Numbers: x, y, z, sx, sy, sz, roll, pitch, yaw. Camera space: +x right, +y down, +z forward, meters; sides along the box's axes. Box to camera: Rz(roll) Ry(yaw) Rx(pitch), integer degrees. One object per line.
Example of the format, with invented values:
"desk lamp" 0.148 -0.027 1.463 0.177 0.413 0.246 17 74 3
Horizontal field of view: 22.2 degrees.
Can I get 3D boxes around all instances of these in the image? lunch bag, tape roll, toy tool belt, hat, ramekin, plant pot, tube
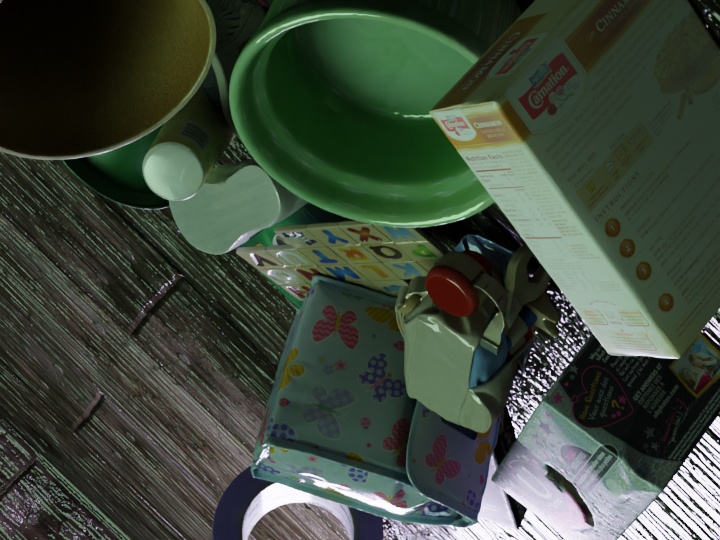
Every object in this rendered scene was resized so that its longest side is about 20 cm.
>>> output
"lunch bag" 0.025 0.117 1.591 0.200 0.170 0.127 20 155 -6
"tape roll" -0.073 0.320 2.160 0.200 0.200 0.085 37 158 16
"toy tool belt" 0.097 0.027 1.469 0.125 0.123 0.200 30 147 20
"hat" -0.165 -0.164 1.556 0.200 0.166 0.176 23 146 -33
"ramekin" 0.020 -0.130 1.232 0.200 0.098 0.200 10 141 8
"plant pot" -0.221 -0.214 1.296 0.186 0.186 0.200 80 167 -56
"tube" -0.134 -0.117 1.529 0.052 0.200 0.058 15 117 1

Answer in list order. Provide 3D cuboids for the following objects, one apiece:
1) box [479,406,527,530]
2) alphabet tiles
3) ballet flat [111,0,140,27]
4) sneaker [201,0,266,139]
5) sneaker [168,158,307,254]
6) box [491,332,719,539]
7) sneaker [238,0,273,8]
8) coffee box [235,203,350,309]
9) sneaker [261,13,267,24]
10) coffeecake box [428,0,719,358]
"box" 0.059 0.159 1.797 0.200 0.050 0.199 16 148 26
"alphabet tiles" 0.000 0.000 1.557 0.200 0.008 0.167 -3 153 35
"ballet flat" -0.171 -0.270 1.398 0.069 0.069 0.200 117 138 -67
"sneaker" -0.117 -0.195 1.493 0.106 0.075 0.200 41 161 37
"sneaker" -0.076 -0.072 1.558 0.200 0.116 0.074 -9 107 57
"box" 0.196 0.122 1.432 0.115 0.132 0.200 37 157 10
"sneaker" -0.059 -0.225 1.337 0.200 0.077 0.084 38 174 21
"coffee box" -0.033 -0.012 1.695 0.123 0.044 0.200 44 159 -7
"sneaker" -0.024 -0.137 1.428 0.099 0.071 0.200 32 150 30
"coffeecake box" 0.161 -0.071 1.110 0.200 0.154 0.073 52 156 -20
